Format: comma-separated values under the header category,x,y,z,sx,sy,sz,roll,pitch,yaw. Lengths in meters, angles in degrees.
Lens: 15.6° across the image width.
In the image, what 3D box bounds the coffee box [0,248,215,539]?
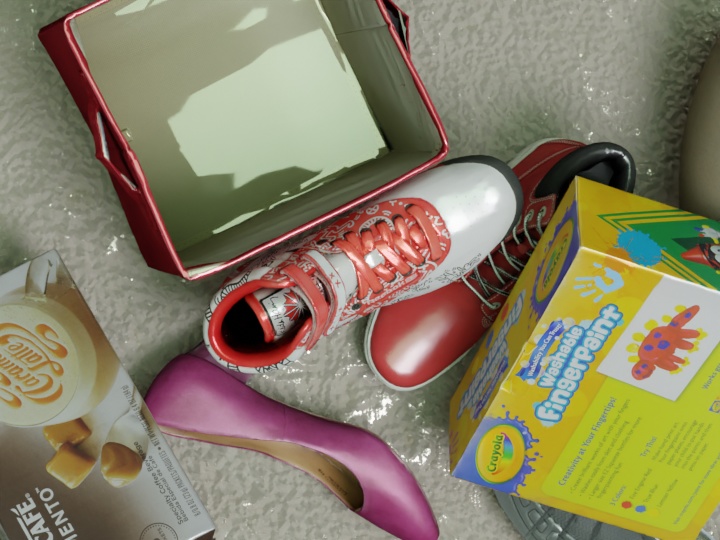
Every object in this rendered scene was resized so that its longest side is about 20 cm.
category,x,y,z,sx,sy,sz,roll,pitch,yaw
coffee box,-0.184,0.105,1.579,0.114,0.080,0.200,-27,76,-15

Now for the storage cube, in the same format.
category,x,y,z,sx,sy,sz,roll,pitch,yaw
storage cube,-0.073,-0.108,1.580,0.200,0.180,0.171,-27,98,-10

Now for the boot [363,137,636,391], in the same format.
category,x,y,z,sx,sy,sz,roll,pitch,yaw
boot,0.085,-0.004,1.637,0.072,0.144,0.200,43,85,-11

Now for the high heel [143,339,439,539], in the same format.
category,x,y,z,sx,sy,sz,roll,pitch,yaw
high heel,-0.045,0.124,1.648,0.200,0.067,0.096,41,62,2

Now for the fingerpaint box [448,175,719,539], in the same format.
category,x,y,z,sx,sy,sz,roll,pitch,yaw
fingerpaint box,0.166,0.057,1.593,0.166,0.073,0.200,17,129,-12

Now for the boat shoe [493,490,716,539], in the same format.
category,x,y,z,sx,sy,sz,roll,pitch,yaw
boat shoe,0.173,0.171,1.712,0.202,0.065,0.075,30,100,-7

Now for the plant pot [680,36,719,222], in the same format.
category,x,y,z,sx,sy,sz,roll,pitch,yaw
plant pot,0.279,-0.052,1.660,0.200,0.200,0.135,30,113,-12

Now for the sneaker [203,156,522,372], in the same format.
category,x,y,z,sx,sy,sz,roll,pitch,yaw
sneaker,0.000,0.001,1.563,0.201,0.108,0.067,-23,99,17
